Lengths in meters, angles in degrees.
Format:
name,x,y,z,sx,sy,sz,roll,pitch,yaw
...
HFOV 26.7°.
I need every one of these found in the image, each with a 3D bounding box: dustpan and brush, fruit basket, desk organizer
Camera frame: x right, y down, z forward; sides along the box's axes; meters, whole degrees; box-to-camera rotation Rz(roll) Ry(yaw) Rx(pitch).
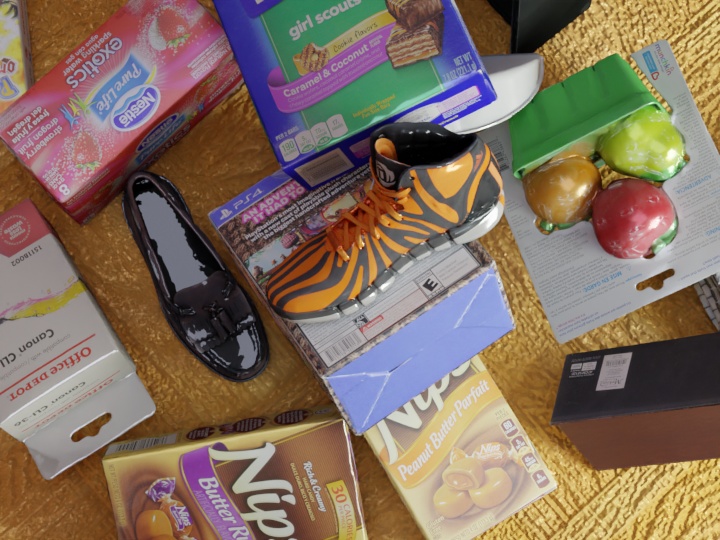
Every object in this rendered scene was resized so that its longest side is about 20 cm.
name,x,y,z,sx,sy,sz,roll,pitch,yaw
dustpan and brush,0.068,-0.128,1.236,0.139,0.200,0.058,-1,108,18
fruit basket,0.210,-0.066,1.260,0.185,0.094,0.201,-27,77,18
desk organizer,0.262,0.105,1.222,0.199,0.077,0.072,-12,45,37

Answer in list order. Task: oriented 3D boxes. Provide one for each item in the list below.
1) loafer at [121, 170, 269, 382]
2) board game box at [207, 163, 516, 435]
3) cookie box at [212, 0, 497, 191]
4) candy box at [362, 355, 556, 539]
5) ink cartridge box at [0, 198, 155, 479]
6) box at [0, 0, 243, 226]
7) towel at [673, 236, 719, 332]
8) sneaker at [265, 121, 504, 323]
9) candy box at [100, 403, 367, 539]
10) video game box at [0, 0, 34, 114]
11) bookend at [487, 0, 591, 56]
name,x,y,z,sx,sy,sz,roll,pitch,yaw
loafer,-0.144,0.005,1.276,0.072,0.063,0.201,-31,82,-5
board game box,0.000,0.000,1.218,0.159,0.097,0.200,-33,53,-6
cookie box,-0.013,-0.191,1.172,0.170,0.075,0.201,-25,73,8
candy box,0.061,0.124,1.261,0.115,0.055,0.201,-31,82,-5
ink cartridge box,-0.266,0.057,1.248,0.116,0.068,0.200,-33,72,-6
box,-0.200,-0.143,1.281,0.200,0.100,0.096,-43,83,-7
towel,0.376,0.010,1.268,0.165,0.086,0.201,-28,82,-4
sneaker,0.007,-0.046,1.115,0.199,0.112,0.078,-32,53,-5
candy box,-0.101,0.184,1.235,0.199,0.056,0.117,-11,99,-3
video game box,-0.389,-0.205,1.318,0.199,0.047,0.183,-8,83,-2
bookend,0.104,-0.307,1.272,0.092,0.199,0.200,-38,76,-6
